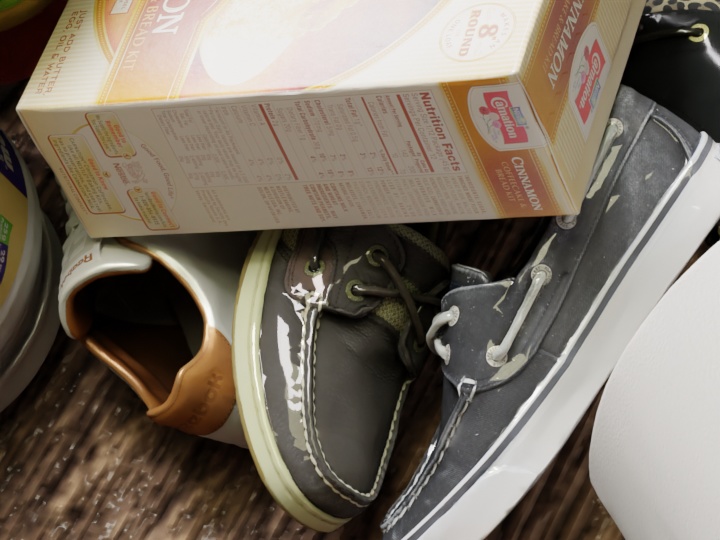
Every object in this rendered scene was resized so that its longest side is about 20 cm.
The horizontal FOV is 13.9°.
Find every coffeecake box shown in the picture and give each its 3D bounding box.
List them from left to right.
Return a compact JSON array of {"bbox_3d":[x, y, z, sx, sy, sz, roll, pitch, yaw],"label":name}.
[{"bbox_3d":[-0.004,-0.094,1.088,0.200,0.073,0.154,-2,46,26],"label":"coffeecake box"}]

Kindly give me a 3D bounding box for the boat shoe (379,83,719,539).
[{"bbox_3d":[0.056,0.024,1.069,0.068,0.072,0.200,35,92,-3],"label":"boat shoe"}]

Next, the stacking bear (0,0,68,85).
[{"bbox_3d":[-0.149,-0.139,1.111,0.121,0.200,0.114,5,67,6],"label":"stacking bear"}]

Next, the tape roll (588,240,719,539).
[{"bbox_3d":[0.193,0.071,0.954,0.202,0.203,0.139,-25,52,-5],"label":"tape roll"}]

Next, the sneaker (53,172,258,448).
[{"bbox_3d":[-0.088,-0.019,1.145,0.073,0.085,0.200,-51,53,26],"label":"sneaker"}]

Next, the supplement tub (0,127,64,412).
[{"bbox_3d":[-0.208,-0.025,1.109,0.145,0.200,0.146,-9,63,18],"label":"supplement tub"}]

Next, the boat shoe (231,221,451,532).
[{"bbox_3d":[0.001,0.000,1.103,0.066,0.072,0.201,-21,46,32],"label":"boat shoe"}]

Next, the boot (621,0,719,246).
[{"bbox_3d":[0.123,-0.039,1.138,0.203,0.074,0.154,-14,55,5],"label":"boot"}]
